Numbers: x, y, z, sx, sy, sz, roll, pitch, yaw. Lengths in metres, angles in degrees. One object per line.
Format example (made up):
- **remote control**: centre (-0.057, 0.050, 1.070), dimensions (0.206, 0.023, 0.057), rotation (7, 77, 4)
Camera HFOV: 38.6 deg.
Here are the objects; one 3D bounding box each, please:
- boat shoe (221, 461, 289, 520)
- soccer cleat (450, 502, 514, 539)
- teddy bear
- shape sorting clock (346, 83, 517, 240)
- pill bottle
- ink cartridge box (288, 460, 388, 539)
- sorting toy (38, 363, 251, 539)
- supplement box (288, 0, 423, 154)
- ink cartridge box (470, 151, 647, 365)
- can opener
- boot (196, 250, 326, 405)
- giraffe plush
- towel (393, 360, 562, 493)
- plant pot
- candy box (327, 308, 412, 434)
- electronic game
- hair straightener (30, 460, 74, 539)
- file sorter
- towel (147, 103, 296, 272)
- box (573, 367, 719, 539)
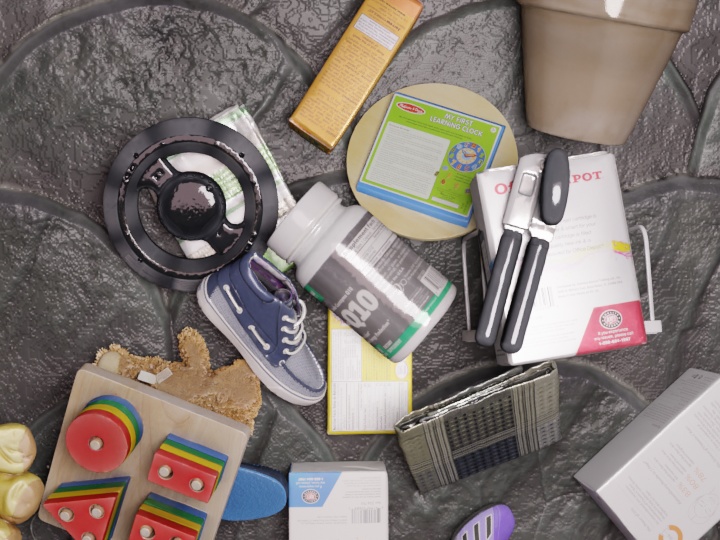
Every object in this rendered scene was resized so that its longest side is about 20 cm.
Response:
- **boat shoe**: centre (-0.177, 0.233, 1.174), dimensions (0.199, 0.069, 0.085), rotation (7, 108, 7)
- **soccer cleat**: centre (0.120, 0.351, 1.180), dimensions (0.200, 0.073, 0.068), rotation (-40, 117, -23)
- **teddy bear**: centre (-0.214, 0.142, 1.181), dimensions (0.199, 0.067, 0.146), rotation (-11, 67, -14)
- **shape sorting clock**: centre (0.083, -0.128, 1.196), dimensions (0.199, 0.039, 0.201), rotation (-2, 73, 6)
- **pill bottle**: centre (0.000, 0.000, 1.152), dimensions (0.200, 0.113, 0.113), rotation (40, 88, 0)
- **ink cartridge box**: centre (-0.026, 0.328, 1.197), dimensions (0.115, 0.067, 0.201), rotation (0, 90, -3)
- **sorting toy**: centre (-0.245, 0.232, 1.110), dimensions (0.198, 0.070, 0.201), rotation (21, 110, 2)
- **supplement box**: centre (-0.007, -0.237, 1.198), dimensions (0.069, 0.067, 0.201), rotation (31, 88, -3)
- **ink cartridge box**: centre (0.202, -0.009, 1.070), dimensions (0.147, 0.086, 0.201), rotation (-8, 83, -2)
- **can opener**: centre (0.159, -0.021, 0.994), dimensions (0.053, 0.067, 0.201), rotation (16, 84, 2)
- **boot**: centre (-0.090, 0.070, 1.158), dimensions (0.090, 0.073, 0.200), rotation (-28, 115, 37)
- **giraffe plush**: centre (-0.462, 0.223, 1.133), dimensions (0.199, 0.162, 0.173), rotation (27, 81, -24)
- **towel**: centre (0.137, 0.175, 1.160), dimensions (0.191, 0.200, 0.035), rotation (-21, 56, -2)
- **plant pot**: centre (0.262, -0.240, 1.168), dimensions (0.199, 0.200, 0.175), rotation (10, 106, -4)
- **candy box**: centre (0.011, 0.093, 1.220), dimensions (0.101, 0.026, 0.201), rotation (1, 90, -1)
- **electronic game**: centre (-0.193, -0.074, 1.173), dimensions (0.199, 0.042, 0.201), rotation (-1, 101, -5)
- **hair straightener**: centre (-0.330, 0.246, 1.198), dimensions (0.077, 0.041, 0.201), rotation (24, 93, -3)
- **file sorter**: centre (0.223, 0.016, 1.179), dimensions (0.199, 0.139, 0.125), rotation (-2, 87, -4)
- **towel**: centre (-0.154, -0.075, 1.212), dimensions (0.149, 0.031, 0.201), rotation (-29, 94, -1)
- **box**: centre (0.374, 0.229, 1.208), dimensions (0.200, 0.097, 0.125), rotation (-41, 93, -3)
